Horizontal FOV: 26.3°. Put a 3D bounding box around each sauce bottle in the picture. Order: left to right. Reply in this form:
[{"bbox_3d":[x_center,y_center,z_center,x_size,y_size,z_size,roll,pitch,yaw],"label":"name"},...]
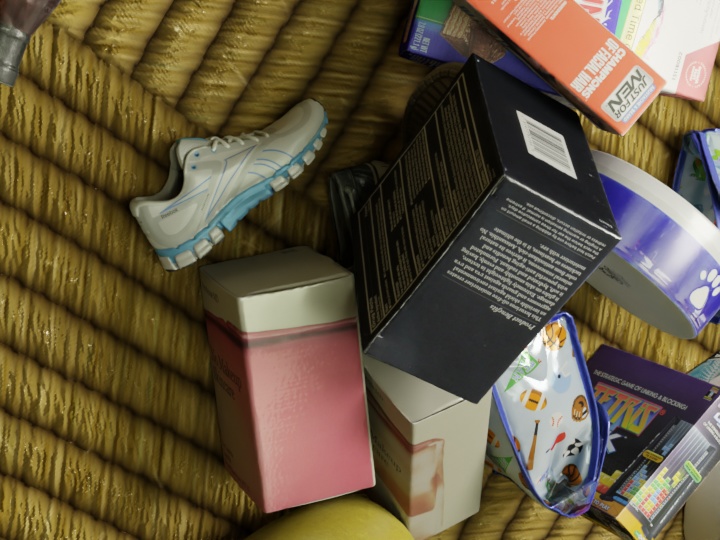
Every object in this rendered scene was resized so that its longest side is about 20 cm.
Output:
[{"bbox_3d":[-0.261,-0.246,1.230,0.066,0.066,0.200,20,94,-30],"label":"sauce bottle"}]

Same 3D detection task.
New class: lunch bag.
[{"bbox_3d":[0.145,0.123,1.467,0.124,0.170,0.200,-25,111,-18],"label":"lunch bag"},{"bbox_3d":[0.411,-0.045,1.602,0.170,0.127,0.200,0,88,-26],"label":"lunch bag"}]

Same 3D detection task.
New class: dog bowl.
[{"bbox_3d":[0.263,-0.024,1.477,0.200,0.200,0.079,42,83,-28],"label":"dog bowl"}]

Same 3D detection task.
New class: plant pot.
[{"bbox_3d":[-0.025,0.291,1.419,0.142,0.200,0.200,-49,121,-34],"label":"plant pot"}]

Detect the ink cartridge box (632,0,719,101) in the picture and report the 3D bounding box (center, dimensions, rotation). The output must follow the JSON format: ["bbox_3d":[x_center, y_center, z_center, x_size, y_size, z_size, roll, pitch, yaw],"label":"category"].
[{"bbox_3d":[0.254,-0.243,1.499,0.200,0.067,0.117,10,96,-29],"label":"ink cartridge box"}]

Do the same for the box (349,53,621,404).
[{"bbox_3d":[0.096,-0.035,1.281,0.123,0.200,0.198,27,120,-21],"label":"box"}]

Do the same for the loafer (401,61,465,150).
[{"bbox_3d":[0.079,-0.109,1.413,0.068,0.076,0.200,-26,147,-39],"label":"loafer"}]

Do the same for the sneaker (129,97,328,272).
[{"bbox_3d":[-0.115,-0.093,1.337,0.200,0.075,0.087,-43,111,-13],"label":"sneaker"}]

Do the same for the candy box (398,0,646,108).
[{"bbox_3d":[0.154,-0.249,1.400,0.200,0.077,0.169,15,94,-6],"label":"candy box"}]

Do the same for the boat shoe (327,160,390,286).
[{"bbox_3d":[0.000,0.000,1.427,0.071,0.072,0.200,-6,93,-19],"label":"boat shoe"}]

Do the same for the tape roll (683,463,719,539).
[{"bbox_3d":[0.460,0.273,1.722,0.202,0.071,0.203,-7,105,-27],"label":"tape roll"}]

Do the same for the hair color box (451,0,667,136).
[{"bbox_3d":[0.157,-0.203,1.312,0.200,0.111,0.064,39,95,-7],"label":"hair color box"}]

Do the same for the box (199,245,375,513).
[{"bbox_3d":[-0.066,0.093,1.367,0.109,0.128,0.200,-12,106,-19],"label":"box"}]

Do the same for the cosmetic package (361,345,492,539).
[{"bbox_3d":[0.054,0.149,1.413,0.087,0.103,0.200,-24,141,-21],"label":"cosmetic package"}]

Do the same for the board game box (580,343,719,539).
[{"bbox_3d":[0.258,0.168,1.518,0.165,0.200,0.057,-49,117,-11],"label":"board game box"}]

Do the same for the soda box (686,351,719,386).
[{"bbox_3d":[0.438,0.107,1.675,0.200,0.068,0.064,-30,113,-20],"label":"soda box"}]
